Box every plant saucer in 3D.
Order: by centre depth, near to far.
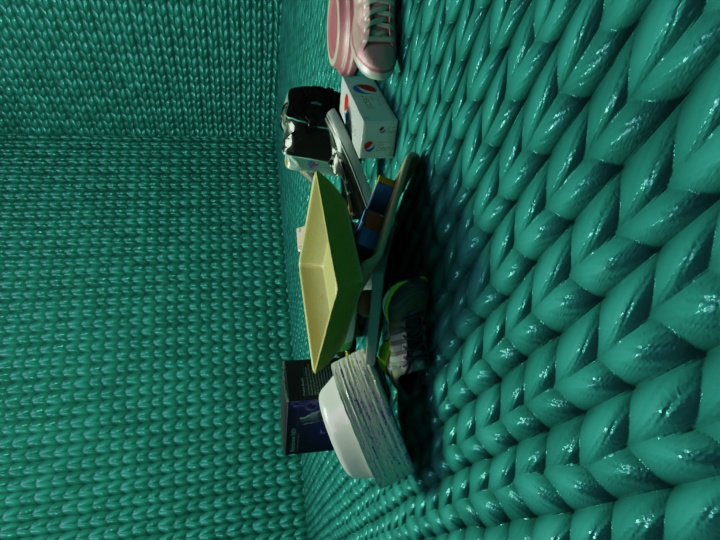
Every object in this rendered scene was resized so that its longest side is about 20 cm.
[{"bbox_3d":[-0.043,0.005,0.748,0.203,0.047,0.205,107,156,-50],"label":"plant saucer"},{"bbox_3d":[-0.038,-0.522,1.160,0.200,0.049,0.209,178,90,-78],"label":"plant saucer"}]

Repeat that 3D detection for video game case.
[{"bbox_3d":[0.033,0.032,0.849,0.201,0.017,0.148,-70,-14,-66],"label":"video game case"}]

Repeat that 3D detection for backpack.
[{"bbox_3d":[-0.090,-0.305,1.161,0.156,0.169,0.204,107,162,-44],"label":"backpack"}]

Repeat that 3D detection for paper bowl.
[{"bbox_3d":[0.003,0.237,0.845,0.201,0.102,0.206,156,91,-87],"label":"paper bowl"}]

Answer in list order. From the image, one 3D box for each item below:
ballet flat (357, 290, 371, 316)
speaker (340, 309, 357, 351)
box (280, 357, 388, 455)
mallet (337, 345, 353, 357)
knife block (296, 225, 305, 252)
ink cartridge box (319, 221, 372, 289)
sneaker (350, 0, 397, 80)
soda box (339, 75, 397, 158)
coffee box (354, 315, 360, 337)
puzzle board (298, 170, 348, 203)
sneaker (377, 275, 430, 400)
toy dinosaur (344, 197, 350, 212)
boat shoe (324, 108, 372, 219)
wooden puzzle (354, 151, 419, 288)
[{"bbox_3d":[0.000,0.000,1.075,0.203,0.065,0.074,-101,25,-53],"label":"ballet flat"},{"bbox_3d":[-0.049,0.040,0.994,0.088,0.085,0.208,-155,66,-76],"label":"speaker"},{"bbox_3d":[-0.056,0.259,1.043,0.105,0.193,0.152,-110,22,-53],"label":"box"},{"bbox_3d":[-0.019,0.240,1.251,0.067,0.040,0.204,105,155,-49],"label":"mallet"},{"bbox_3d":[-0.086,-0.080,1.470,0.195,0.174,0.066,-12,79,31],"label":"knife block"},{"bbox_3d":[0.001,-0.023,0.936,0.198,0.049,0.113,1,-90,-61],"label":"ink cartridge box"},{"bbox_3d":[0.023,-0.410,0.842,0.105,0.072,0.207,107,161,-69],"label":"sneaker"},{"bbox_3d":[0.010,-0.276,0.957,0.203,0.061,0.070,-108,20,-49],"label":"soda box"},{"bbox_3d":[-0.059,0.046,1.188,0.114,0.077,0.208,11,-106,-68],"label":"coffee box"},{"bbox_3d":[-0.083,-0.193,1.276,0.018,0.150,0.200,-48,18,1],"label":"puzzle board"},{"bbox_3d":[0.073,0.096,0.758,0.082,0.072,0.205,-121,25,-46],"label":"sneaker"},{"bbox_3d":[-0.038,-0.101,1.140,0.200,0.058,0.110,22,-98,-83],"label":"toy dinosaur"},{"bbox_3d":[-0.027,-0.189,0.987,0.069,0.055,0.205,-96,-16,-74],"label":"boat shoe"},{"bbox_3d":[0.015,-0.054,0.795,0.186,0.045,0.204,117,176,-61],"label":"wooden puzzle"}]
